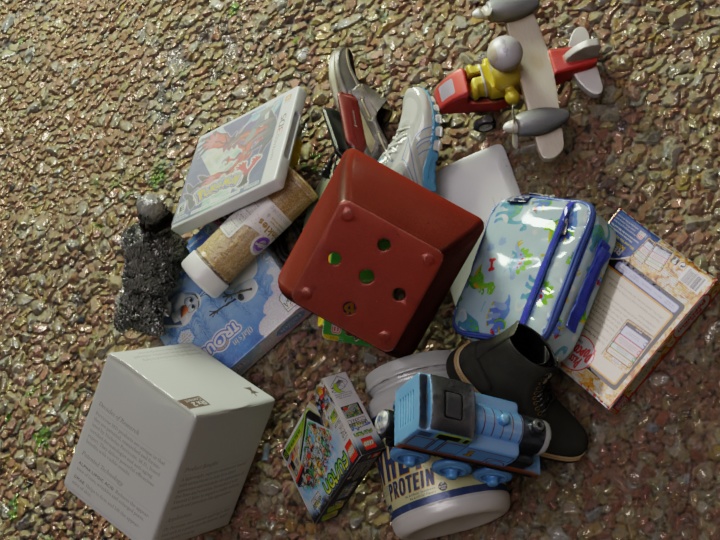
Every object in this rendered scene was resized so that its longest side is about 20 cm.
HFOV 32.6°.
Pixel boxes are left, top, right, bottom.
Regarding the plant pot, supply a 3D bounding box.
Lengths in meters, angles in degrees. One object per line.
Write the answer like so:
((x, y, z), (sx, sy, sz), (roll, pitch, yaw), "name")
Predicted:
((0.015, -0.007, 1.470), (0.200, 0.176, 0.200), (29, 102, 1), "plant pot")

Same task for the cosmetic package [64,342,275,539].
((-0.246, 0.222, 1.590), (0.165, 0.165, 0.200), (29, 107, 27), "cosmetic package")

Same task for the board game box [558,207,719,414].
((0.312, 0.049, 1.491), (0.151, 0.046, 0.200), (42, 94, 27), "board game box")

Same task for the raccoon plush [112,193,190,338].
((-0.299, 0.000, 1.648), (0.097, 0.200, 0.134), (5, 62, 13), "raccoon plush")

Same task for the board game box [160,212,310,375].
((-0.193, 0.042, 1.714), (0.200, 0.043, 0.199), (-42, 64, 8), "board game box")

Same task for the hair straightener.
((-0.017, -0.131, 1.608), (0.077, 0.041, 0.200), (-37, 59, 40), "hair straightener")

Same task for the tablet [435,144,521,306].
((0.156, -0.056, 1.607), (0.130, 0.014, 0.200), (-23, 67, 16), "tablet")

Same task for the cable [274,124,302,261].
((-0.121, -0.105, 1.719), (0.097, 0.050, 0.200), (-9, 70, 23), "cable")

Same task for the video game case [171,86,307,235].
((-0.168, -0.151, 1.700), (0.200, 0.023, 0.182), (-22, 41, 34), "video game case")

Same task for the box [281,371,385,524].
((-0.038, 0.223, 1.528), (0.035, 0.200, 0.110), (-14, 61, -29), "box")

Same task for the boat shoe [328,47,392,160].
((0.009, -0.214, 1.689), (0.073, 0.074, 0.200), (-16, 78, 9), "boat shoe")

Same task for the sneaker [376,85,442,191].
((0.054, -0.145, 1.609), (0.075, 0.086, 0.200), (169, 104, -67), "sneaker")

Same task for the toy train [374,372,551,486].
((0.118, 0.179, 1.358), (0.114, 0.200, 0.087), (136, 145, -53), "toy train")

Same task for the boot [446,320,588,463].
((0.209, 0.143, 1.416), (0.200, 0.138, 0.078), (34, 58, -12), "boot")

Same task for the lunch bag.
((0.211, 0.008, 1.483), (0.161, 0.082, 0.200), (11, 72, 46), "lunch bag")

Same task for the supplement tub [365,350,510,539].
((0.088, 0.211, 1.488), (0.145, 0.145, 0.200), (-21, 68, 17), "supplement tub")

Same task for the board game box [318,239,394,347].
((0.000, 0.000, 1.620), (0.095, 0.030, 0.200), (11, 73, -20), "board game box")

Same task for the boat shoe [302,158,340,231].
((-0.042, -0.054, 1.667), (0.072, 0.061, 0.202), (-22, 45, 61), "boat shoe")

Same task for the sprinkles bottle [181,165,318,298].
((-0.149, -0.054, 1.661), (0.200, 0.068, 0.068), (-45, 63, 0), "sprinkles bottle")

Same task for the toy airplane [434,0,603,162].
((0.210, -0.258, 1.568), (0.200, 0.141, 0.199), (31, 89, 28), "toy airplane")
